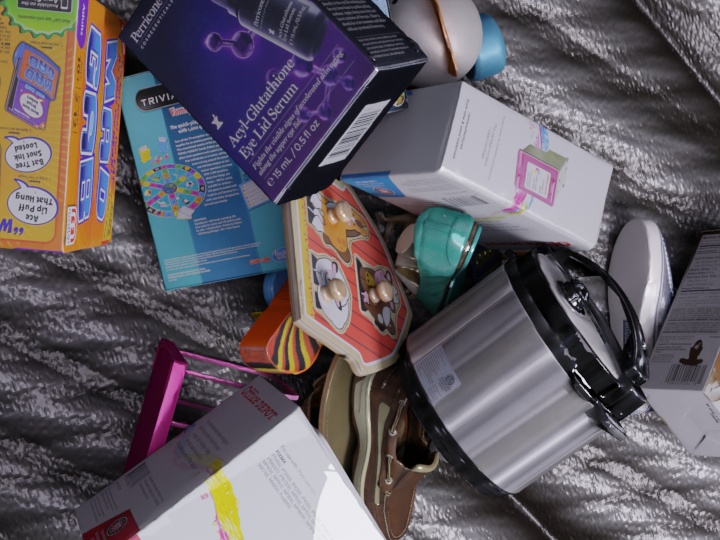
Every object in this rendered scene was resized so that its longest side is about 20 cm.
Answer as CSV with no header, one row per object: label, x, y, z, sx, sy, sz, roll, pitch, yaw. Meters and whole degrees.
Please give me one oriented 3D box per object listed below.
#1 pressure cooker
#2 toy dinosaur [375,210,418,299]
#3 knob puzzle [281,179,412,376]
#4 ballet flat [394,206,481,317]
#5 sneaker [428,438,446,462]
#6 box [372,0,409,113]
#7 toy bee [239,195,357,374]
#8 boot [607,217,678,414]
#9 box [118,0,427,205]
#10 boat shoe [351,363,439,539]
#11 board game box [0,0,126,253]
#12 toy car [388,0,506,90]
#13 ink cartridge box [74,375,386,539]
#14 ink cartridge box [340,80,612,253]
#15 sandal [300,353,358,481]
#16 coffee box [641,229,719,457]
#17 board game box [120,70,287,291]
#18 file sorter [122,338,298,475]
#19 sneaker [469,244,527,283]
pressure cooker,0.154,0.082,1.097,0.199,0.179,0.176,-38,93,15
toy dinosaur,0.070,-0.077,1.232,0.101,0.058,0.201,29,91,-29
knob puzzle,0.000,0.000,1.112,0.030,0.220,0.221,-22,101,24
ballet flat,0.067,-0.011,1.153,0.070,0.200,0.068,23,72,6
sneaker,0.164,0.153,1.262,0.198,0.075,0.107,13,104,-15
box,-0.046,-0.197,1.113,0.037,0.199,0.138,-18,100,-38
toy bee,-0.032,0.030,1.181,0.200,0.130,0.109,-49,128,-16
boot,0.310,0.046,1.287,0.089,0.073,0.203,-2,100,-24
box,-0.071,-0.180,1.006,0.200,0.104,0.148,45,118,10
boat shoe,0.036,0.183,1.189,0.075,0.074,0.204,-40,134,-43
board game box,-0.315,-0.127,1.034,0.197,0.200,0.202,5,94,-1
toy car,0.051,-0.231,1.130,0.183,0.200,0.179,-19,98,-11
ink cartridge box,-0.107,0.209,1.018,0.199,0.145,0.145,-36,105,-10
ink cartridge box,0.106,-0.087,1.117,0.199,0.144,0.086,24,77,-35
sandal,-0.035,0.157,1.206,0.077,0.069,0.214,-32,128,-44
coffee box,0.366,0.071,1.239,0.114,0.079,0.201,48,58,-30
board game box,-0.129,-0.093,1.139,0.149,0.047,0.202,-9,98,24
file sorter,-0.148,0.184,1.149,0.124,0.139,0.202,16,91,-15
sneaker,0.168,0.020,1.248,0.075,0.088,0.202,-22,77,24
